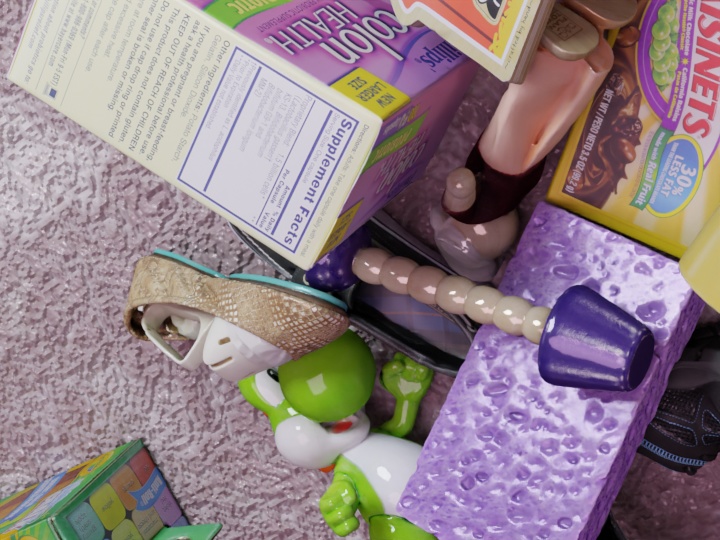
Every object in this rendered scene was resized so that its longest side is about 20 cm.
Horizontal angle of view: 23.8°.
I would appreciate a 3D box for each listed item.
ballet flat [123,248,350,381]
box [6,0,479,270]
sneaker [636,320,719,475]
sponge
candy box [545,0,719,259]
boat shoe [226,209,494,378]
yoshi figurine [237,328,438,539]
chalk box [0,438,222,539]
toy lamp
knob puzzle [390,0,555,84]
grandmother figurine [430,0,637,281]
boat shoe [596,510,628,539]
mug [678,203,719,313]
[{"bbox_3d":[-0.080,0.034,1.031,0.070,0.066,0.200,33,167,-33],"label":"ballet flat"},{"bbox_3d":[-0.058,-0.116,0.948,0.200,0.176,0.097,33,118,9],"label":"box"},{"bbox_3d":[0.205,0.072,0.973,0.199,0.073,0.082,2,113,33],"label":"sneaker"},{"bbox_3d":[0.107,0.073,0.957,0.111,0.030,0.201,26,93,32],"label":"sponge"},{"bbox_3d":[0.182,-0.109,0.938,0.102,0.026,0.201,23,116,10],"label":"candy box"},{"bbox_3d":[0.000,0.000,1.033,0.199,0.057,0.069,28,117,11],"label":"boat shoe"},{"bbox_3d":[0.012,0.107,1.046,0.200,0.112,0.112,40,102,8],"label":"yoshi figurine"},{"bbox_3d":[-0.185,0.204,1.145,0.199,0.124,0.124,-26,97,27],"label":"chalk box"},{"bbox_3d":[0.065,0.017,0.939,0.199,0.058,0.058,22,116,29],"label":"toy lamp"},{"bbox_3d":[0.049,-0.220,0.886,0.219,0.030,0.221,-3,86,55],"label":"knob puzzle"},{"bbox_3d":[0.085,-0.066,0.945,0.061,0.121,0.200,45,143,21],"label":"grandmother figurine"},{"bbox_3d":[0.129,0.143,0.988,0.062,0.073,0.201,-51,51,37],"label":"boat shoe"},{"bbox_3d":[0.262,-0.029,0.855,0.149,0.187,0.154,26,108,0],"label":"mug"}]
